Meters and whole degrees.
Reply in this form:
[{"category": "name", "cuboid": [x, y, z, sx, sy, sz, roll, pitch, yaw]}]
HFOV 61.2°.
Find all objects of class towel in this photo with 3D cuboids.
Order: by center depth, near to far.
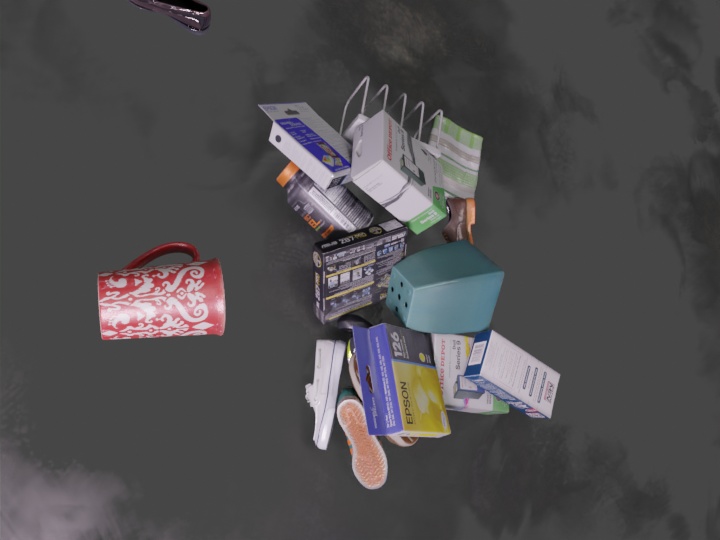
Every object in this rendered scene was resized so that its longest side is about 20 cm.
[{"category": "towel", "cuboid": [0.220, -0.256, 1.436, 0.146, 0.031, 0.205, 22, 68, -21]}]

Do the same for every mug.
[{"category": "mug", "cuboid": [-0.345, 0.044, 1.050, 0.195, 0.178, 0.137, -5, 115, -22]}]

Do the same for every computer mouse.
[{"category": "computer mouse", "cuboid": [0.039, 0.122, 1.227, 0.196, 0.058, 0.035, 20, 69, -31]}]

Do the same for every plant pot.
[{"category": "plant pot", "cuboid": [0.160, 0.039, 1.235, 0.195, 0.141, 0.145, -7, 123, -28]}]

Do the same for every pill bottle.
[{"category": "pill bottle", "cuboid": [-0.075, -0.140, 1.219, 0.200, 0.106, 0.107, 43, 63, -9]}]

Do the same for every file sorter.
[{"category": "file sorter", "cuboid": [0.062, -0.306, 1.312, 0.196, 0.138, 0.128, 18, 67, -21]}]

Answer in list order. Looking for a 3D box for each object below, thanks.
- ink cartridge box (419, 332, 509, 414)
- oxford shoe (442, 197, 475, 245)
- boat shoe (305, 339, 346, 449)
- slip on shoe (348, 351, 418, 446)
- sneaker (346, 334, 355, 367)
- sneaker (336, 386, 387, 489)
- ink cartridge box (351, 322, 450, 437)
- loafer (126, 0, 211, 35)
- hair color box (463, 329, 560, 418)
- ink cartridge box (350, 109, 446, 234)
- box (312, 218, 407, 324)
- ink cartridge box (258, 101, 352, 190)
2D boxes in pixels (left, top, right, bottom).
[{"category": "ink cartridge box", "cuboid": [0.212, 0.217, 1.279, 0.195, 0.087, 0.150, 12, 72, -22]}, {"category": "oxford shoe", "cuboid": [0.217, -0.065, 1.373, 0.071, 0.071, 0.206, 4, 78, -2]}, {"category": "boat shoe", "cuboid": [-0.073, 0.231, 1.156, 0.065, 0.074, 0.205, 9, 68, 3]}, {"category": "slip on shoe", "cuboid": [0.036, 0.243, 1.146, 0.076, 0.060, 0.202, -41, 97, -35]}, {"category": "sneaker", "cuboid": [0.049, 0.202, 1.196, 0.201, 0.080, 0.074, 52, 34, -9]}, {"category": "sneaker", "cuboid": [0.006, 0.315, 1.162, 0.069, 0.080, 0.205, -15, 106, 5]}, {"category": "ink cartridge box", "cuboid": [0.077, 0.202, 1.124, 0.198, 0.046, 0.203, 19, 54, -47]}, {"category": "loafer", "cuboid": [-0.385, -0.540, 1.193, 0.196, 0.063, 0.074, 23, 68, -19]}, {"category": "hair color box", "cuboid": [0.312, 0.215, 1.248, 0.197, 0.060, 0.102, 32, 65, -18]}, {"category": "ink cartridge box", "cuboid": [0.078, -0.193, 1.205, 0.198, 0.083, 0.149, 34, 43, -36]}, {"category": "box", "cuboid": [0.000, 0.000, 1.199, 0.196, 0.049, 0.165, -20, 128, -28]}, {"category": "ink cartridge box", "cuboid": [-0.090, -0.248, 1.187, 0.200, 0.044, 0.198, 44, 27, 7]}]
